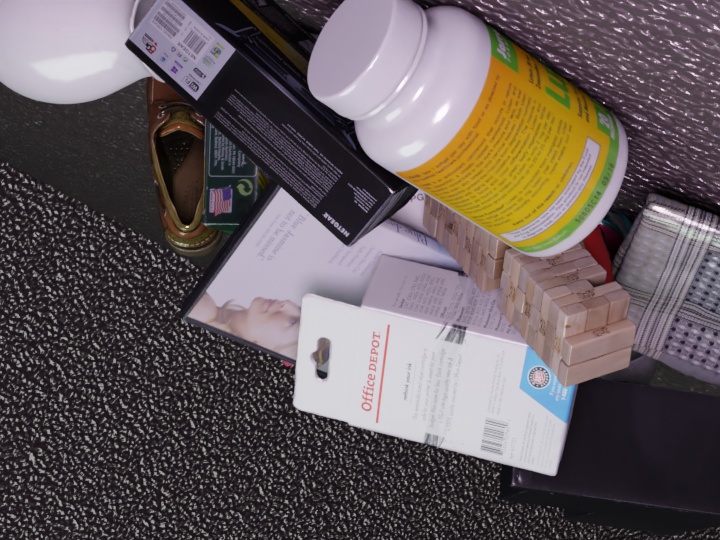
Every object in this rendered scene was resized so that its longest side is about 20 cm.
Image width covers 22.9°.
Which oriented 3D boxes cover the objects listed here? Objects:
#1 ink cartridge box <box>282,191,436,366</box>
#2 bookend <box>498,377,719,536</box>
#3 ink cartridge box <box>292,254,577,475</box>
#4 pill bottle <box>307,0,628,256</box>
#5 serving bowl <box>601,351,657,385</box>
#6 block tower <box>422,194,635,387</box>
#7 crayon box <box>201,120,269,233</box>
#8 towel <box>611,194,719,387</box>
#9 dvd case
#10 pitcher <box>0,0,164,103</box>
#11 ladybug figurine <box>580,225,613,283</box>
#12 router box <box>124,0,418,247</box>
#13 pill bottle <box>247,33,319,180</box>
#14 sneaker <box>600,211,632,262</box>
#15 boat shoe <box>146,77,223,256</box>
[{"bbox_3d":[0.000,0.000,1.416,0.145,0.083,0.200,-9,162,-5],"label":"ink cartridge box"},{"bbox_3d":[0.193,0.151,1.433,0.197,0.093,0.200,9,166,-9],"label":"bookend"},{"bbox_3d":[0.058,0.063,1.274,0.199,0.068,0.117,13,128,9],"label":"ink cartridge box"},{"bbox_3d":[0.067,-0.099,1.133,0.199,0.112,0.111,30,171,-32],"label":"pill bottle"},{"bbox_3d":[0.166,0.100,1.574,0.198,0.066,0.200,-6,-169,1],"label":"serving bowl"},{"bbox_3d":[0.114,-0.005,1.229,0.057,0.054,0.200,-15,-139,-24],"label":"block tower"},{"bbox_3d":[-0.080,-0.092,1.522,0.050,0.128,0.200,1,177,13],"label":"crayon box"},{"bbox_3d":[0.276,0.034,1.330,0.191,0.035,0.200,21,150,4],"label":"towel"},{"bbox_3d":[-0.013,0.018,1.305,0.199,0.143,0.018,23,-149,-26],"label":"dvd case"},{"bbox_3d":[-0.197,-0.190,1.423,0.199,0.122,0.171,6,178,35],"label":"pitcher"},{"bbox_3d":[0.134,-0.018,1.335,0.072,0.201,0.136,-14,165,-25],"label":"ladybug figurine"},{"bbox_3d":[-0.046,-0.113,1.201,0.200,0.052,0.157,43,-161,4],"label":"router box"},{"bbox_3d":[-0.024,-0.102,1.411,0.110,0.112,0.200,22,172,20],"label":"pill bottle"},{"bbox_3d":[0.218,0.007,1.487,0.120,0.084,0.200,26,172,-6],"label":"sneaker"},{"bbox_3d":[-0.144,-0.116,1.499,0.071,0.201,0.068,-10,164,-1],"label":"boat shoe"}]
